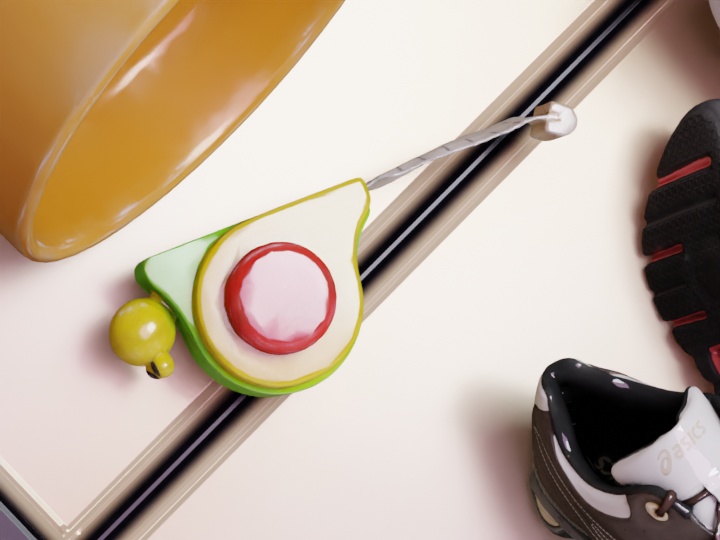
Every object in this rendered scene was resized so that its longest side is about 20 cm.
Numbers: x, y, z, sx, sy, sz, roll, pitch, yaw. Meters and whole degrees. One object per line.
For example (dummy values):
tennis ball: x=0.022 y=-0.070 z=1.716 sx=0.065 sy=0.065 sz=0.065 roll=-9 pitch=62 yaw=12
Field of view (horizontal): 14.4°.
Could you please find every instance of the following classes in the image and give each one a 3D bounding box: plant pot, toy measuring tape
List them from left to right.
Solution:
plant pot: x=-0.113 y=-0.137 z=1.017 sx=0.183 sy=0.200 sz=0.200 roll=43 pitch=77 yaw=9
toy measuring tape: x=0.000 y=0.000 z=1.086 sx=0.199 sy=0.074 sz=0.074 roll=-22 pitch=91 yaw=-14

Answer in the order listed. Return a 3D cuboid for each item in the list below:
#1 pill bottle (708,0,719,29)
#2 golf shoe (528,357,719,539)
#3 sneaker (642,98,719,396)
pill bottle: x=0.228 y=-0.156 z=1.113 sx=0.114 sy=0.114 sz=0.200 roll=45 pitch=66 yaw=-7
golf shoe: x=0.137 y=0.099 z=1.051 sx=0.199 sy=0.095 sz=0.078 roll=27 pitch=66 yaw=32
sneaker: x=0.177 y=0.024 z=1.137 sx=0.086 sy=0.074 sz=0.201 roll=-20 pitch=95 yaw=-28
